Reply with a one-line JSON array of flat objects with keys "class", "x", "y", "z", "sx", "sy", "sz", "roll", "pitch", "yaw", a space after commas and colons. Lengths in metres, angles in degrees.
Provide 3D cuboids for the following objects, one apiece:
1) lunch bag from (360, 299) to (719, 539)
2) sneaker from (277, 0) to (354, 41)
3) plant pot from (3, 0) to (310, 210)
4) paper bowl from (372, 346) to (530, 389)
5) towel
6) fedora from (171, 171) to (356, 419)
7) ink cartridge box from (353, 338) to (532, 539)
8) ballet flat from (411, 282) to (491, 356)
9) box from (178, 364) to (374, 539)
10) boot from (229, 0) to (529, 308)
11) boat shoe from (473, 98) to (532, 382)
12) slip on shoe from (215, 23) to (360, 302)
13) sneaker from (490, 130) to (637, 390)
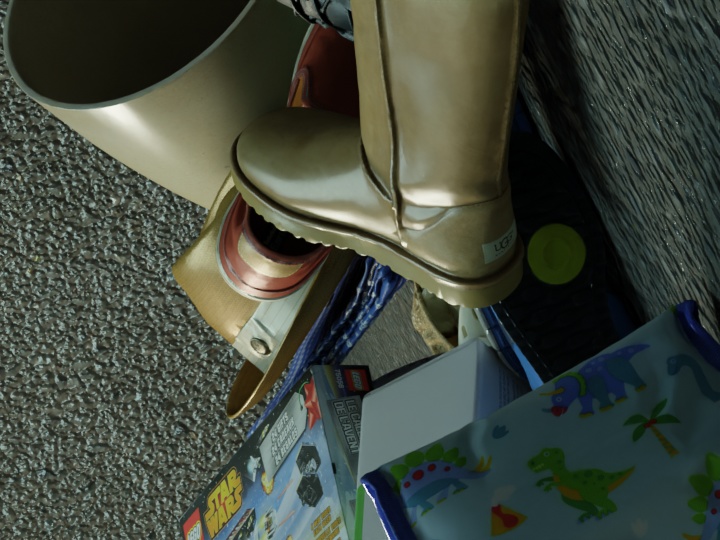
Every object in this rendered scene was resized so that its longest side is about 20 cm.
[{"class": "lunch bag", "x": 0.114, "y": 0.137, "z": 1.306, "sx": 0.128, "sy": 0.170, "sz": 0.200, "roll": 58, "pitch": 174, "yaw": 47}, {"class": "sneaker", "x": 0.007, "y": -0.139, "z": 1.453, "sx": 0.200, "sy": 0.091, "sz": 0.076, "roll": 58, "pitch": 171, "yaw": 36}, {"class": "plant pot", "x": -0.073, "y": -0.113, "z": 1.729, "sx": 0.200, "sy": 0.187, "sz": 0.187, "roll": 48, "pitch": -173, "yaw": -43}, {"class": "paper bowl", "x": 0.058, "y": 0.147, "z": 1.729, "sx": 0.201, "sy": 0.200, "sz": 0.105, "roll": 70, "pitch": 176, "yaw": -53}, {"class": "towel", "x": 0.000, "y": 0.000, "z": 1.654, "sx": 0.024, "sy": 0.145, "sz": 0.200, "roll": 30, "pitch": 141, "yaw": -6}, {"class": "fedora", "x": -0.047, "y": -0.015, "z": 1.637, "sx": 0.082, "sy": 0.201, "sz": 0.201, "roll": 31, "pitch": 176, "yaw": -3}, {"class": "ink cartridge box", "x": 0.089, "y": 0.156, "z": 1.568, "sx": 0.200, "sy": 0.084, "sz": 0.146, "roll": 43, "pitch": -148, "yaw": -31}, {"class": "ballet flat", "x": 0.072, "y": 0.034, "z": 1.850, "sx": 0.200, "sy": 0.070, "sz": 0.065, "roll": -134, "pitch": 32, "yaw": -63}, {"class": "box", "x": -0.037, "y": 0.157, "z": 1.649, "sx": 0.200, "sy": 0.040, "sz": 0.137, "roll": -50, "pitch": 47, "yaw": 51}, {"class": "boot", "x": 0.008, "y": -0.095, "z": 1.369, "sx": 0.175, "sy": 0.066, "sz": 0.200, "roll": 24, "pitch": 140, "yaw": 27}, {"class": "boat shoe", "x": 0.060, "y": -0.037, "z": 1.541, "sx": 0.072, "sy": 0.072, "sz": 0.200, "roll": -110, "pitch": -1, "yaw": -67}, {"class": "slip on shoe", "x": -0.010, "y": -0.076, "z": 1.523, "sx": 0.074, "sy": 0.200, "sz": 0.061, "roll": 30, "pitch": 163, "yaw": -5}, {"class": "sneaker", "x": 0.099, "y": 0.024, "z": 1.480, "sx": 0.200, "sy": 0.066, "sz": 0.078, "roll": 64, "pitch": 174, "yaw": -10}]
